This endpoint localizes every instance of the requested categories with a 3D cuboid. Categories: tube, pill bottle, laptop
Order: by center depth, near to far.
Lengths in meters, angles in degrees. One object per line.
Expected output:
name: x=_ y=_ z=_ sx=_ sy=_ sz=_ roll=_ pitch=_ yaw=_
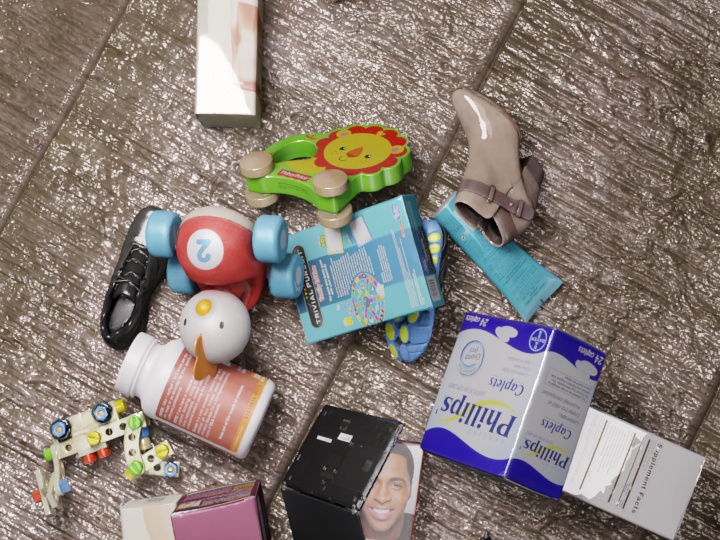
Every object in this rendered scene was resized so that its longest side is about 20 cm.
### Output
laptop: x=-0.015 y=0.300 z=1.631 sx=0.103 sy=0.176 sz=0.202 roll=42 pitch=67 yaw=-32
pill bottle: x=-0.223 y=0.162 z=1.647 sx=0.197 sy=0.112 sz=0.114 roll=25 pitch=86 yaw=-1
tube: x=0.187 y=-0.024 z=1.709 sx=0.200 sy=0.050 sz=0.078 roll=44 pitch=90 yaw=-4

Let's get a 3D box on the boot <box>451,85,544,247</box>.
boot: x=0.169 y=-0.137 z=1.677 sx=0.200 sy=0.070 sz=0.147 roll=43 pitch=58 yaw=-8

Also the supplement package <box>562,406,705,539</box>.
supplement package: x=0.340 y=0.263 z=1.658 sx=0.197 sy=0.121 sz=0.121 roll=24 pitch=86 yaw=-1

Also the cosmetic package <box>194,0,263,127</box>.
cosmetic package: x=-0.178 y=-0.304 z=1.682 sx=0.086 sy=0.103 sz=0.204 roll=2 pitch=88 yaw=-1

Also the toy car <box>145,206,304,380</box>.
toy car: x=-0.188 y=0.041 z=1.589 sx=0.181 sy=0.178 sz=0.203 roll=2 pitch=59 yaw=14

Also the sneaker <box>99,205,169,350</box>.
sneaker: x=-0.304 y=0.010 z=1.665 sx=0.075 sy=0.091 sz=0.204 roll=14 pitch=85 yaw=1

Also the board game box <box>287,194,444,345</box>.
board game box: x=0.000 y=0.000 z=1.654 sx=0.197 sy=0.047 sz=0.154 roll=-17 pitch=87 yaw=27

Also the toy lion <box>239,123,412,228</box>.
toy lion: x=-0.037 y=-0.145 z=1.664 sx=0.197 sy=0.070 sz=0.192 roll=15 pitch=43 yaw=30

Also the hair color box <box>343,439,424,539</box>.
hair color box: x=0.024 y=0.330 z=1.672 sx=0.100 sy=0.061 sz=0.204 roll=7 pitch=85 yaw=-1

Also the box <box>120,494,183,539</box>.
box: x=-0.270 y=0.410 z=1.641 sx=0.076 sy=0.095 sz=0.204 roll=-6 pitch=88 yaw=-3

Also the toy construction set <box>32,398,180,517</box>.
toy construction set: x=-0.352 y=0.249 z=1.654 sx=0.197 sy=0.092 sz=0.133 roll=-20 pitch=88 yaw=-14

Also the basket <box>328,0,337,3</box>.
basket: x=-0.006 y=-0.469 z=1.662 sx=0.199 sy=0.176 sz=0.140 roll=-36 pitch=85 yaw=7

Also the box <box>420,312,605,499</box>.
box: x=0.197 y=0.173 z=1.612 sx=0.104 sy=0.183 sz=0.203 roll=24 pitch=81 yaw=-33

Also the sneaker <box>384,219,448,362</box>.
sneaker: x=0.087 y=0.030 z=1.685 sx=0.070 sy=0.082 sz=0.203 roll=16 pitch=101 yaw=25

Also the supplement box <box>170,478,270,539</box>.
supplement box: x=-0.178 y=0.333 z=1.594 sx=0.108 sy=0.200 sz=0.087 roll=-11 pitch=88 yaw=-3

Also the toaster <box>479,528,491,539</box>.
toaster: x=0.141 y=0.486 z=1.639 sx=0.179 sy=0.119 sz=0.202 roll=-26 pitch=88 yaw=-4
